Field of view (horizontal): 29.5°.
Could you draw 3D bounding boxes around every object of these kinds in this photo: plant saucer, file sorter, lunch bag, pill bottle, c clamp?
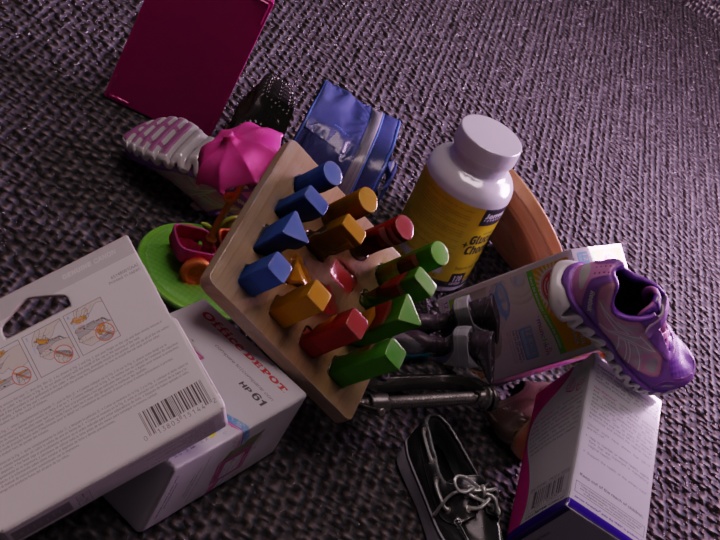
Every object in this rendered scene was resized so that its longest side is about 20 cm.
[{"bbox_3d":[0.192,-0.060,1.744,0.032,0.201,0.201,-32,58,-9],"label":"plant saucer"},{"bbox_3d":[-0.204,-0.292,1.670,0.137,0.201,0.126,24,28,-13],"label":"file sorter"},{"bbox_3d":[-0.024,-0.129,1.658,0.131,0.137,0.201,29,29,-5],"label":"lunch bag"},{"bbox_3d":[0.117,-0.082,1.648,0.111,0.201,0.113,18,35,-13],"label":"pill bottle"},{"bbox_3d":[0.061,0.129,1.386,0.197,0.028,0.170,-2,6,-30],"label":"c clamp"}]

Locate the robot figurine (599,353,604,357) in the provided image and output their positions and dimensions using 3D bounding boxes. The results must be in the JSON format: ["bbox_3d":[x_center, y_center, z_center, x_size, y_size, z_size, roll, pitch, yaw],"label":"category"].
[{"bbox_3d":[0.326,0.071,1.762,0.143,0.059,0.201,14,35,-30],"label":"robot figurine"}]

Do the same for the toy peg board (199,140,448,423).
[{"bbox_3d":[-0.017,-0.003,1.289,0.199,0.097,0.201,47,46,-22],"label":"toy peg board"}]

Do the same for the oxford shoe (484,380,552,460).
[{"bbox_3d":[0.213,0.144,1.543,0.073,0.072,0.199,40,31,22],"label":"oxford shoe"}]

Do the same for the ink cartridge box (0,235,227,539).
[{"bbox_3d":[-0.233,0.093,1.098,0.198,0.045,0.177,-27,69,-14],"label":"ink cartridge box"}]

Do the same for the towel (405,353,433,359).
[{"bbox_3d":[-0.023,0.043,1.522,0.198,0.022,0.147,5,39,-38],"label":"towel"}]

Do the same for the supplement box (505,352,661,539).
[{"bbox_3d":[0.228,0.201,1.381,0.103,0.101,0.201,33,45,-15],"label":"supplement box"}]

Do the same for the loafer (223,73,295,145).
[{"bbox_3d":[-0.136,-0.157,1.674,0.073,0.071,0.201,44,41,-18],"label":"loafer"}]

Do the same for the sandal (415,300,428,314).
[{"bbox_3d":[0.000,0.000,1.519,0.200,0.075,0.045,41,1,8],"label":"sandal"}]

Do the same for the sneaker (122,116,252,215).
[{"bbox_3d":[-0.181,-0.108,1.535,0.198,0.089,0.081,19,43,23],"label":"sneaker"}]

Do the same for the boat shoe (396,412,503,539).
[{"bbox_3d":[0.101,0.225,1.321,0.073,0.068,0.200,11,36,-31],"label":"boat shoe"}]

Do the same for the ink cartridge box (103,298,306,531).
[{"bbox_3d":[-0.165,0.121,1.213,0.144,0.085,0.199,41,30,16],"label":"ink cartridge box"}]

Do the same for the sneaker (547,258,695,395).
[{"bbox_3d":[0.281,0.054,1.377,0.199,0.088,0.081,39,51,-25],"label":"sneaker"}]

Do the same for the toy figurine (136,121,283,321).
[{"bbox_3d":[-0.112,-0.063,1.410,0.197,0.185,0.151,5,40,-28],"label":"toy figurine"}]

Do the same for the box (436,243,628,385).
[{"bbox_3d":[0.198,0.052,1.505,0.101,0.199,0.114,-6,78,-47],"label":"box"}]

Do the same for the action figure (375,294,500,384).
[{"bbox_3d":[0.043,0.068,1.419,0.197,0.070,0.131,2,33,14],"label":"action figure"}]
